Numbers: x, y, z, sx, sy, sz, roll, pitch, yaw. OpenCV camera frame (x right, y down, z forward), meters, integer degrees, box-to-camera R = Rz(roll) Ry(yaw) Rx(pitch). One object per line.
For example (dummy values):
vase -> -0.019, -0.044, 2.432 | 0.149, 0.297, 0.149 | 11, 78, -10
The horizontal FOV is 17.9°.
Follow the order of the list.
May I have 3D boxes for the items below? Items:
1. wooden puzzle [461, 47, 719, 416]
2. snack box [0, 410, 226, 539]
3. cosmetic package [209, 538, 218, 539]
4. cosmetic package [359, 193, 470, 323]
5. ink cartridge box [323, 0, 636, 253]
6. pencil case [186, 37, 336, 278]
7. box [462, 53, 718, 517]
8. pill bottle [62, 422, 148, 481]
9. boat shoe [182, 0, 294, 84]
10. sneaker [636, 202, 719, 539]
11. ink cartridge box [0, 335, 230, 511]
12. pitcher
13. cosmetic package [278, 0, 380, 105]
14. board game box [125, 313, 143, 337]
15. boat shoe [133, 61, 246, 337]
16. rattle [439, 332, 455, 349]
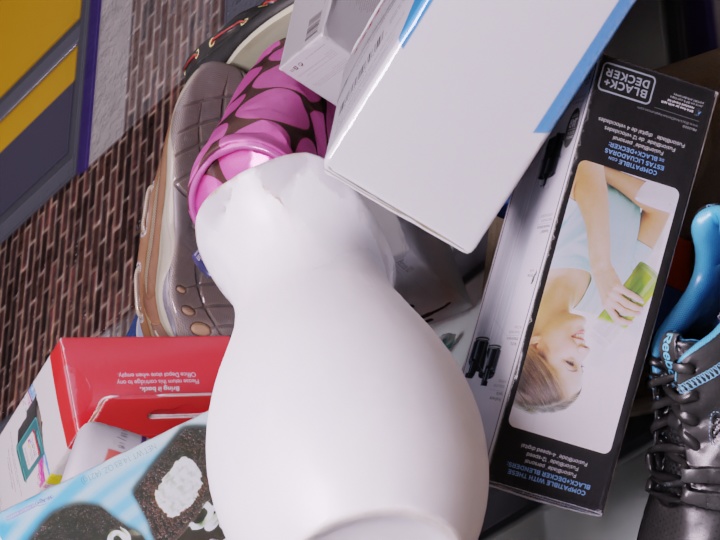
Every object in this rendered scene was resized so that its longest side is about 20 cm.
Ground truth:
wooden puzzle -> 0.118, -0.017, 1.179 | 0.185, 0.046, 0.202 | -15, 57, 51
snack box -> -0.066, 0.130, 1.102 | 0.117, 0.199, 0.037 | 61, 160, 9
cosmetic package -> 0.027, 0.234, 1.011 | 0.199, 0.199, 0.124 | 33, 101, 59
cosmetic package -> 0.000, 0.000, 1.204 | 0.082, 0.200, 0.051 | -24, 77, 8
ink cartridge box -> 0.056, -0.113, 1.094 | 0.146, 0.083, 0.200 | -58, 8, 16
pencil case -> -0.046, -0.070, 1.389 | 0.090, 0.094, 0.200 | -33, 16, 25
box -> 0.099, 0.008, 1.069 | 0.117, 0.060, 0.202 | 167, 120, -81
pill bottle -> -0.066, 0.161, 1.181 | 0.111, 0.198, 0.112 | -162, 90, -84
boat shoe -> -0.060, -0.153, 1.532 | 0.201, 0.073, 0.064 | -37, 49, 47
sneaker -> 0.154, 0.066, 1.038 | 0.073, 0.081, 0.202 | 11, 81, 56
ink cartridge box -> -0.144, 0.097, 1.407 | 0.200, 0.115, 0.068 | -51, 47, 49
pitcher -> 0.001, 0.070, 1.022 | 0.121, 0.172, 0.201 | -31, 42, 16
cosmetic package -> 0.009, -0.189, 1.412 | 0.051, 0.082, 0.201 | -34, 35, 45
board game box -> -0.078, 0.016, 1.486 | 0.200, 0.034, 0.136 | 25, 92, 59
boat shoe -> -0.111, -0.040, 1.468 | 0.072, 0.075, 0.202 | -24, 50, 50
rattle -> -0.041, 0.097, 1.281 | 0.200, 0.142, 0.131 | -49, 16, 38
